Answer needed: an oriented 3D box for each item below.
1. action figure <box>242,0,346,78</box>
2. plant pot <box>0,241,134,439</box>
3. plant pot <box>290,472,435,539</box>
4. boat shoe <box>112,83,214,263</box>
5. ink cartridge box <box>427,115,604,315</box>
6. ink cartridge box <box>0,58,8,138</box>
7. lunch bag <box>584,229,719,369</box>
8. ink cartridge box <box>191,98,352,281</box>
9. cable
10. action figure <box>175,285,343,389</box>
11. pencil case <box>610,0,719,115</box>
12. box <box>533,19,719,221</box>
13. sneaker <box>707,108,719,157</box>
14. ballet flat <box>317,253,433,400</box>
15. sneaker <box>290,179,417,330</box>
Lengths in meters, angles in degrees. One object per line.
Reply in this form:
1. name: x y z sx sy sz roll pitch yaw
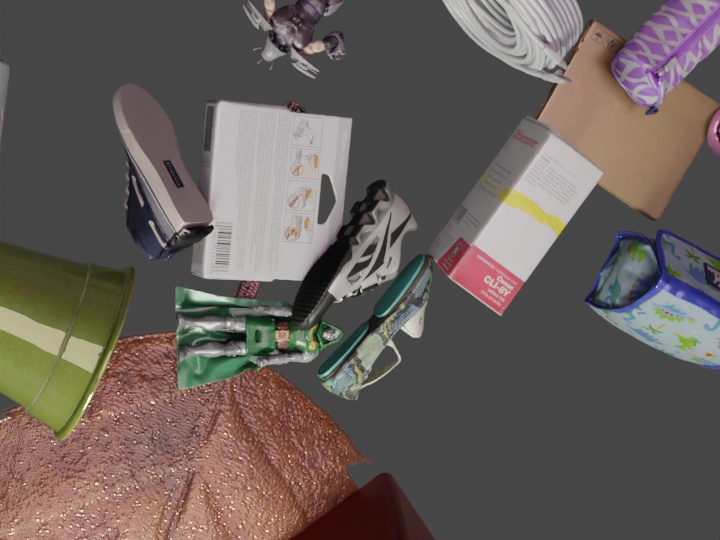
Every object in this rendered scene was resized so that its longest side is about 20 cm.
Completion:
1. action figure: -0.048 -0.309 1.524 0.130 0.069 0.200 42 92 -18
2. plant pot: -0.368 0.052 1.424 0.188 0.200 0.202 24 92 -19
3. plant pot: 0.021 0.393 1.556 0.199 0.176 0.201 -35 101 -4
4. boat shoe: -0.246 -0.105 1.510 0.092 0.074 0.202 -37 71 35
5. ink cartridge box: 0.176 -0.067 1.535 0.083 0.145 0.201 34 97 -12
6. ink cartridge box: -0.493 -0.174 1.447 0.197 0.083 0.148 7 95 -11
7. lunch bag: 0.382 0.037 1.564 0.168 0.200 0.129 26 92 -10
8. ink cartridge box: -0.103 -0.090 1.551 0.171 0.043 0.204 3 96 -30
9. cable: 0.159 -0.309 1.488 0.069 0.200 0.200 -44 119 -7
10. action figure: -0.116 0.076 1.563 0.197 0.055 0.120 -2 94 -13
11. pencil case: 0.383 -0.281 1.572 0.084 0.085 0.200 46 77 -8
12. box: 0.320 -0.181 1.619 0.198 0.021 0.165 31 90 -11
13. sneaker: 0.520 -0.139 1.616 0.197 0.095 0.080 18 91 -20
14. ballet flat: 0.034 0.072 1.580 0.074 0.074 0.200 40 98 -11
15. sneaker: 0.000 0.000 1.553 0.088 0.074 0.201 42 78 -25
